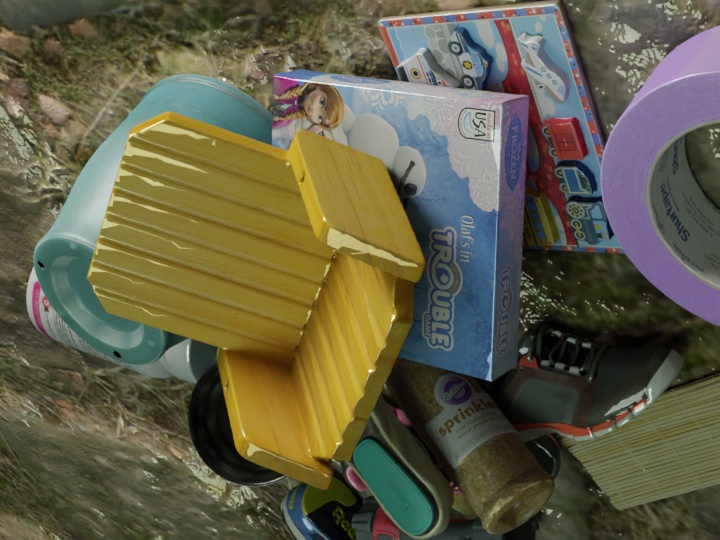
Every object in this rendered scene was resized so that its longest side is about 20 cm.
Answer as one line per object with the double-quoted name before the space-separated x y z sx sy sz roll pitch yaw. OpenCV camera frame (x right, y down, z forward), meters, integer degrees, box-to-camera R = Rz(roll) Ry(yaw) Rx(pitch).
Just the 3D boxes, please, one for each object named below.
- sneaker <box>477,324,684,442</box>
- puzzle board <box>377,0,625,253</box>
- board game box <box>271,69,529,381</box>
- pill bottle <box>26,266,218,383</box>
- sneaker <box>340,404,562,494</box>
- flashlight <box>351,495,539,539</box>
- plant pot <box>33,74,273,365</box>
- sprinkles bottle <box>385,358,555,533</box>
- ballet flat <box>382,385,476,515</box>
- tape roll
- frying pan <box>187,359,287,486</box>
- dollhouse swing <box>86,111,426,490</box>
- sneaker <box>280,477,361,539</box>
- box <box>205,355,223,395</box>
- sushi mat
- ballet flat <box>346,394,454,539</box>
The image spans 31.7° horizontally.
"sneaker" 0.159 0.082 0.996 0.200 0.077 0.082 -23 104 49
"puzzle board" 0.104 -0.095 0.911 0.150 0.017 0.200 3 128 38
"board game box" 0.023 -0.038 0.931 0.198 0.043 0.201 11 110 32
"pill bottle" -0.216 0.039 1.235 0.199 0.113 0.114 17 137 28
"sneaker" 0.074 0.166 1.074 0.199 0.095 0.079 3 106 1
"flashlight" 0.082 0.253 1.234 0.200 0.068 0.068 -9 150 43
"plant pot" -0.163 -0.030 1.061 0.200 0.188 0.201 23 139 22
"sprinkles bottle" 0.076 0.117 1.031 0.200 0.068 0.068 53 151 32
"ballet flat" 0.064 0.141 1.144 0.200 0.071 0.071 50 142 -12
"tape roll" 0.254 -0.052 0.787 0.200 0.066 0.201 24 140 22
"frying pan" -0.094 0.086 1.072 0.114 0.031 0.191 -7 86 12
"dollhouse swing" -0.085 0.016 0.875 0.175 0.182 0.200 10 123 -22
"sneaker" -0.015 0.306 1.368 0.082 0.074 0.200 -17 108 50
"box" -0.086 0.123 1.191 0.082 0.049 0.200 33 169 13
"sushi mat" 0.249 0.142 1.026 0.096 0.012 0.200 47 142 -10
"ballet flat" 0.006 0.124 1.011 0.200 0.069 0.069 53 144 10
